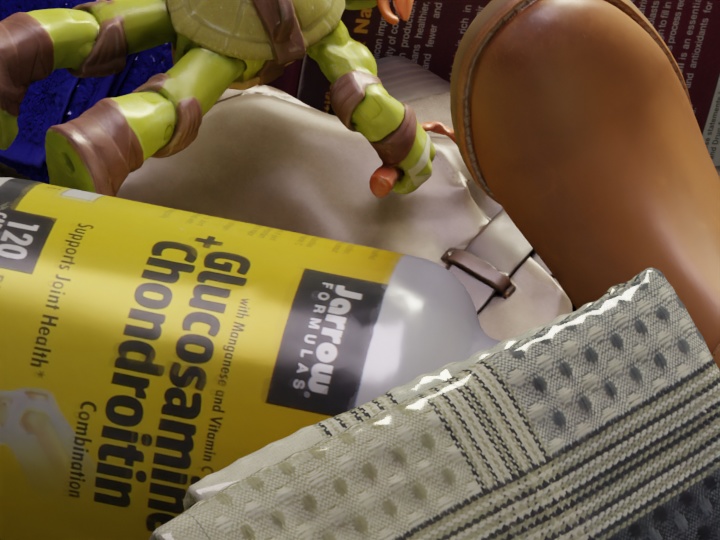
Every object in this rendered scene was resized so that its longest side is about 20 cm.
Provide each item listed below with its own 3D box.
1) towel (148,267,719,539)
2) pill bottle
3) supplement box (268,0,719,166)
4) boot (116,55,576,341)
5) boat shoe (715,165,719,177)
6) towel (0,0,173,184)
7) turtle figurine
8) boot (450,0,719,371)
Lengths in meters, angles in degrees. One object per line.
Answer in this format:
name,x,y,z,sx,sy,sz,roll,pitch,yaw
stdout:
towel,0.053,0.114,0.697,0.200,0.035,0.193,-24,84,-39
pill bottle,-0.030,0.043,0.800,0.200,0.112,0.112,11,33,7
supplement box,0.067,-0.105,1.038,0.200,0.110,0.086,3,32,-15
boot,0.000,0.000,0.922,0.200,0.070,0.146,-28,57,-23
boat shoe,0.152,0.011,0.920,0.065,0.073,0.200,-15,38,-21
towel,-0.106,-0.137,1.002,0.148,0.200,0.050,27,1,28
turtle figurine,-0.039,-0.073,0.885,0.161,0.064,0.200,-31,75,-27
boot,0.106,0.012,0.803,0.074,0.200,0.155,-33,41,-1
